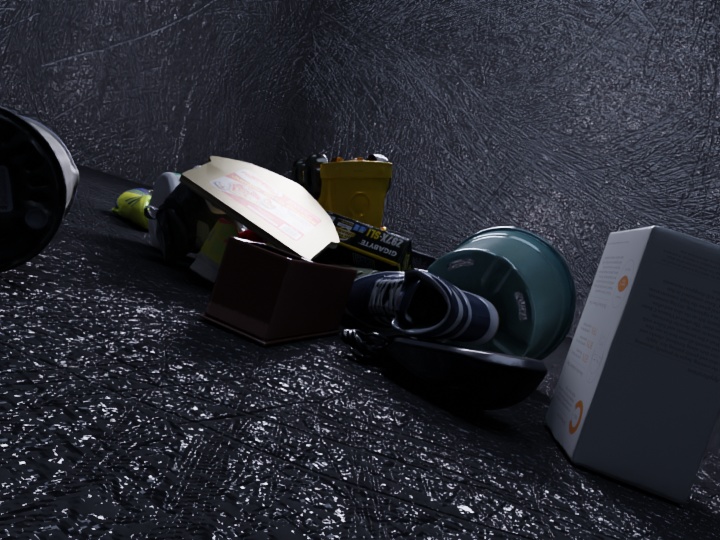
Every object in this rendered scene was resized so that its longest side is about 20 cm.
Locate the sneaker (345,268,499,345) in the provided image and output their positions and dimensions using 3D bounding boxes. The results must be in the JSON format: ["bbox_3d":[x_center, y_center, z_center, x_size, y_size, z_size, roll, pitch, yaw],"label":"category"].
[{"bbox_3d":[0.039,0.033,0.633,0.198,0.071,0.108,9,-5,38],"label":"sneaker"}]

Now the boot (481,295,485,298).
[{"bbox_3d":[0.161,0.048,0.986,0.197,0.140,0.077,19,4,21],"label":"boot"}]

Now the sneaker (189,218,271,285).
[{"bbox_3d":[-0.123,-0.013,0.770,0.077,0.092,0.199,19,1,37],"label":"sneaker"}]

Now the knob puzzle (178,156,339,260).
[{"bbox_3d":[-0.115,-0.079,0.748,0.217,0.031,0.220,28,23,-13],"label":"knob puzzle"}]

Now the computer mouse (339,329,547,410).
[{"bbox_3d":[0.083,0.097,0.561,0.137,0.054,0.198,14,-6,-41],"label":"computer mouse"}]

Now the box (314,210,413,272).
[{"bbox_3d":[0.000,0.000,0.877,0.158,0.050,0.201,19,-26,17],"label":"box"}]

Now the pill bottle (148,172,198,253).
[{"bbox_3d":[-0.211,-0.079,0.898,0.198,0.115,0.113,4,11,-37],"label":"pill bottle"}]

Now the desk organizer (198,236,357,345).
[{"bbox_3d":[-0.072,0.021,0.603,0.071,0.078,0.200,20,3,17],"label":"desk organizer"}]

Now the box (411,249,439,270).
[{"bbox_3d":[0.026,-0.009,1.259,0.198,0.125,0.197,19,2,42],"label":"box"}]

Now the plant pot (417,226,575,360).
[{"bbox_3d":[0.165,0.044,0.750,0.198,0.203,0.195,20,11,22],"label":"plant pot"}]

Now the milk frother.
[{"bbox_3d":[-0.311,-0.118,0.456,0.178,0.203,0.188,13,5,-26],"label":"milk frother"}]

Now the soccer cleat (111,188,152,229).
[{"bbox_3d":[-0.414,-0.109,1.081,0.082,0.066,0.200,-14,20,-19],"label":"soccer cleat"}]

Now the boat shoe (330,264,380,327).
[{"bbox_3d":[-0.004,0.028,0.784,0.062,0.072,0.199,44,-21,-23],"label":"boat shoe"}]

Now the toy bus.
[{"bbox_3d":[-0.033,-0.096,0.992,0.134,0.196,0.200,-6,10,-21],"label":"toy bus"}]

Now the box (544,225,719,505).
[{"bbox_3d":[0.251,0.074,0.521,0.096,0.203,0.124,19,4,7],"label":"box"}]

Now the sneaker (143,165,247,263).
[{"bbox_3d":[-0.209,-0.038,0.800,0.076,0.113,0.201,49,-11,47],"label":"sneaker"}]
